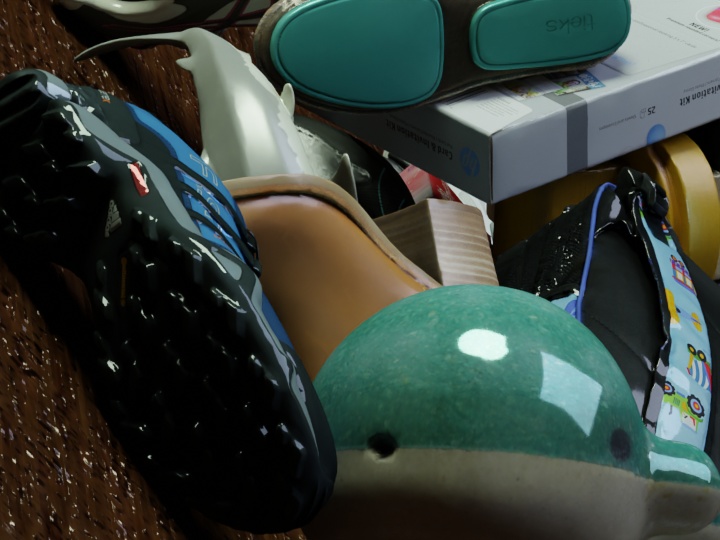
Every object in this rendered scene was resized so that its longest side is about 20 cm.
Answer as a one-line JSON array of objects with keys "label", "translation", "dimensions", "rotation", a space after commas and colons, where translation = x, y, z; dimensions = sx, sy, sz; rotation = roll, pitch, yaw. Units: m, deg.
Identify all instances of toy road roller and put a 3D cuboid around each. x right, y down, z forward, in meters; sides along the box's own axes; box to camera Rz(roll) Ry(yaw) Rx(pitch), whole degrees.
[{"label": "toy road roller", "translation": [0.111, -0.041, 1.503], "dimensions": [0.145, 0.124, 0.200], "rotation": [-9, 22, -35]}]

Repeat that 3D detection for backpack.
[{"label": "backpack", "translation": [0.119, 0.087, 1.288], "dimensions": [0.183, 0.134, 0.200], "rotation": [45, 29, -21]}]

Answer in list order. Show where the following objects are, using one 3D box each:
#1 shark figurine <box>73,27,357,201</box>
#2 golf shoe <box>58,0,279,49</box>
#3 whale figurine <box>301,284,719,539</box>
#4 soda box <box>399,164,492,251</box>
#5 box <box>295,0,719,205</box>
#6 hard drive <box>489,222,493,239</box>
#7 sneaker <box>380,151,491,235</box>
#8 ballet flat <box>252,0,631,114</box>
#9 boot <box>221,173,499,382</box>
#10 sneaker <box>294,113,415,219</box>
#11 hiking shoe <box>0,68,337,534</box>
[{"label": "shark figurine", "translation": [-0.066, -0.046, 1.270], "dimensions": [0.128, 0.089, 0.215], "rotation": [101, -31, -56]}, {"label": "golf shoe", "translation": [-0.052, -0.147, 1.407], "dimensions": [0.088, 0.199, 0.078], "rotation": [-4, 81, -69]}, {"label": "whale figurine", "translation": [0.061, 0.065, 1.068], "dimensions": [0.200, 0.158, 0.105], "rotation": [17, 72, -54]}, {"label": "soda box", "translation": [0.033, 0.009, 1.530], "dimensions": [0.063, 0.070, 0.200], "rotation": [49, 9, -17]}, {"label": "box", "translation": [0.090, -0.103, 1.454], "dimensions": [0.156, 0.199, 0.041], "rotation": [29, -49, 44]}, {"label": "hard drive", "translation": [0.130, 0.078, 1.694], "dimensions": [0.132, 0.027, 0.201], "rotation": [41, 31, -48]}, {"label": "sneaker", "translation": [0.036, -0.054, 1.778], "dimensions": [0.115, 0.075, 0.201], "rotation": [47, 12, -35]}, {"label": "ballet flat", "translation": [0.031, -0.113, 1.373], "dimensions": [0.199, 0.069, 0.067], "rotation": [-4, 19, -27]}, {"label": "boot", "translation": [-0.017, 0.049, 1.150], "dimensions": [0.199, 0.076, 0.156], "rotation": [7, 70, -43]}, {"label": "sneaker", "translation": [0.000, 0.000, 1.393], "dimensions": [0.200, 0.075, 0.079], "rotation": [54, 12, 19]}, {"label": "hiking shoe", "translation": [-0.057, 0.005, 1.030], "dimensions": [0.086, 0.074, 0.200], "rotation": [-1, 50, -51]}]
